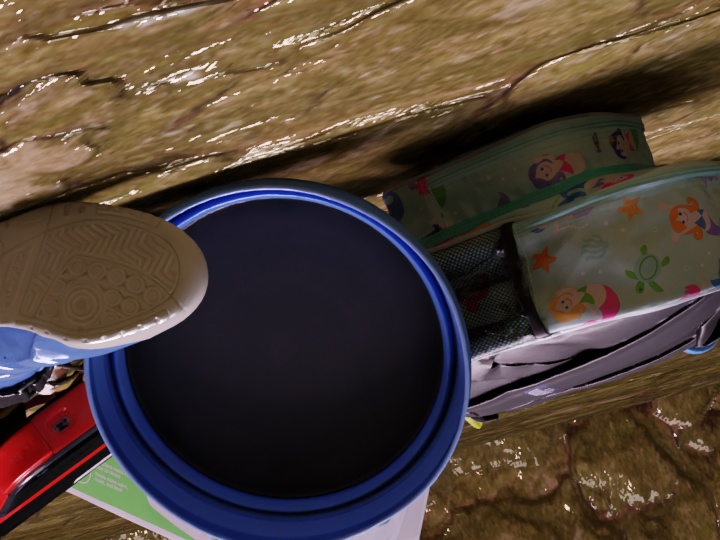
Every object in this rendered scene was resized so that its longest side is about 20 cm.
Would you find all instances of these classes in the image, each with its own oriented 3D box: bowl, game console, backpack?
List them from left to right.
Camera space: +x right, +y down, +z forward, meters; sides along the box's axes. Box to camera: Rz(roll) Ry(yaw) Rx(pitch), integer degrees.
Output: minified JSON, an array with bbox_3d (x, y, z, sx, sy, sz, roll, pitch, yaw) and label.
[{"bbox_3d":[-0.146,0.082,1.724,0.200,0.031,0.177,-36,174,-21],"label":"game console"},{"bbox_3d":[-0.041,0.046,1.513,0.201,0.201,0.039,-17,-164,11],"label":"bowl"},{"bbox_3d":[0.119,-0.006,1.587,0.200,0.151,0.178,-16,174,26],"label":"backpack"}]

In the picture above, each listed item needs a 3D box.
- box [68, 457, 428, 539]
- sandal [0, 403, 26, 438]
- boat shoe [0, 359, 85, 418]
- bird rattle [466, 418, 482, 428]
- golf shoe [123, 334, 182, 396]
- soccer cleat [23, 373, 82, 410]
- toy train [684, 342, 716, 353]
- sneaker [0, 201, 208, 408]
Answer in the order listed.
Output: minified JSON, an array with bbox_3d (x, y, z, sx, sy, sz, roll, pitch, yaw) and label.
[{"bbox_3d":[-0.080,0.118,1.965,0.200,0.097,0.176,20,-163,37],"label":"box"},{"bbox_3d":[-0.294,0.084,1.685,0.200,0.048,0.075,4,120,-23],"label":"sandal"},{"bbox_3d":[-0.165,0.034,1.604,0.072,0.068,0.200,-7,168,-39],"label":"boat shoe"},{"bbox_3d":[0.013,0.050,1.963,0.163,0.113,0.200,4,-178,25],"label":"bird rattle"},{"bbox_3d":[-0.042,0.053,1.597,0.200,0.092,0.073,-6,153,-31],"label":"golf shoe"},{"bbox_3d":[-0.212,0.057,1.750,0.200,0.076,0.067,-34,139,14],"label":"soccer cleat"},{"bbox_3d":[0.177,0.002,1.887,0.200,0.114,0.087,-11,168,-32],"label":"toy train"},{"bbox_3d":[-0.161,0.019,1.470,0.200,0.077,0.111,-13,167,13],"label":"sneaker"}]
